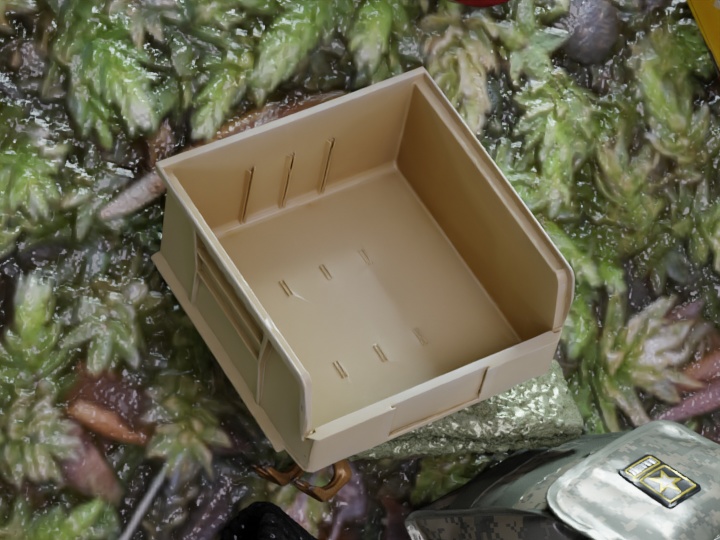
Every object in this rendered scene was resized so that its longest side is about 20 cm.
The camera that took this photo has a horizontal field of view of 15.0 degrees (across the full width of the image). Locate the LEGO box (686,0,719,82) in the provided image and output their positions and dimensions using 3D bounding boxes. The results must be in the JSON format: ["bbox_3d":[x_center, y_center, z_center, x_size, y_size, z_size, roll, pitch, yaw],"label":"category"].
[{"bbox_3d":[0.318,-0.224,1.877,0.199,0.077,0.150,-22,103,17],"label":"LEGO box"}]

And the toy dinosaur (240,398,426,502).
[{"bbox_3d":[-0.013,0.101,1.784,0.200,0.060,0.107,35,74,-23],"label":"toy dinosaur"}]

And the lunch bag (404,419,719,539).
[{"bbox_3d":[0.157,0.172,1.767,0.164,0.199,0.118,-25,103,-46],"label":"lunch bag"}]

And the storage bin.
[{"bbox_3d":[0.000,0.000,1.717,0.199,0.094,0.199,-21,59,-25],"label":"storage bin"}]

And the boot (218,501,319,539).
[{"bbox_3d":[-0.052,0.271,1.752,0.157,0.079,0.212,31,66,-30],"label":"boot"}]

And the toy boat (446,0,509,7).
[{"bbox_3d":[0.103,-0.270,1.800,0.130,0.131,0.201,39,74,-21],"label":"toy boat"}]

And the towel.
[{"bbox_3d":[0.044,0.056,1.782,0.199,0.037,0.149,2,52,-27],"label":"towel"}]
